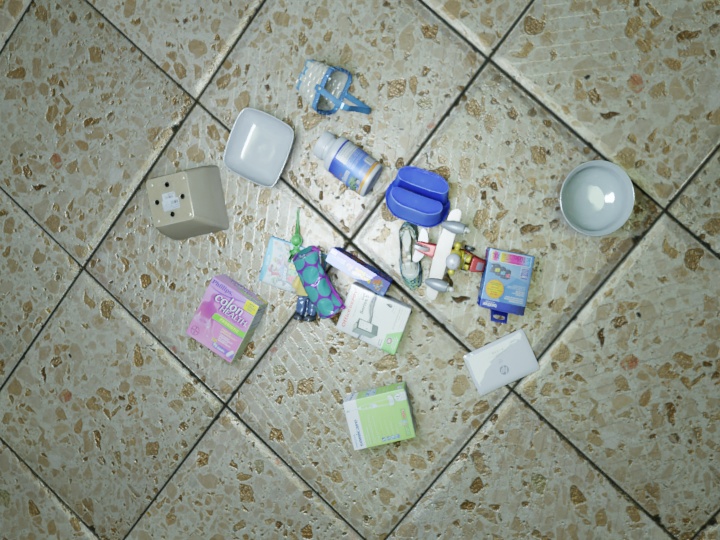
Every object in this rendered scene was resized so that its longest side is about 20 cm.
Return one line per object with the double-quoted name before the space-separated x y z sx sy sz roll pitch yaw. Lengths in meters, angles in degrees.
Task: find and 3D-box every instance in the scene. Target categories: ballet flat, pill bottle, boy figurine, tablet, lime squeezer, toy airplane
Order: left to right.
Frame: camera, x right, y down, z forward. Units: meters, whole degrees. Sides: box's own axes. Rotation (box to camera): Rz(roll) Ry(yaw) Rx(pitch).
"lime squeezer" -0.202 -0.087 1.604 0.036 0.071 0.205 -7 51 16
"boy figurine" -0.152 0.050 1.602 0.120 0.064 0.207 10 97 10
"pill bottle" -0.040 -0.320 1.557 0.197 0.112 0.114 36 97 5
"ballet flat" 0.142 -0.043 1.568 0.072 0.074 0.208 -8 92 8
"toy airplane" 0.241 -0.043 1.488 0.195 0.141 0.204 -28 104 4
"tablet" 0.420 0.276 1.573 0.195 0.014 0.133 -26 89 9

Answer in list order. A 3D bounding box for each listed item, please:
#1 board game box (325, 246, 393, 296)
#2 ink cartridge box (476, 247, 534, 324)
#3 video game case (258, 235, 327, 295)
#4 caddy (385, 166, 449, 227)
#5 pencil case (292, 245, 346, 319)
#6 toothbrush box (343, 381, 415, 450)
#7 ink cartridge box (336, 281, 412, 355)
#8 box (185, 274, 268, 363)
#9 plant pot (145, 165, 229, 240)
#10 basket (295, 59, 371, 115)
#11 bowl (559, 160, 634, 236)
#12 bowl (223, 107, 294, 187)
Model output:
"board game box" 0.000 0.000 1.558 0.196 0.134 0.046 31 97 6
"ink cartridge box" 0.417 0.047 1.530 0.132 0.076 0.208 10 96 8
"video game case" -0.210 -0.006 1.646 0.194 0.018 0.148 19 96 7
"caddy" 0.168 -0.212 1.539 0.194 0.105 0.145 20 72 7
"pencil case" -0.121 0.034 1.530 0.090 0.085 0.205 -20 104 20
"toothbrush box" 0.060 0.439 1.598 0.194 0.086 0.151 -15 91 8
"ink cartridge box" 0.041 0.141 1.584 0.194 0.084 0.150 22 96 6
"box" -0.414 0.148 1.646 0.173 0.097 0.204 31 96 6
"plant pot" -0.538 -0.211 1.604 0.193 0.177 0.207 -10 91 9
"basket" -0.075 -0.514 1.527 0.197 0.175 0.142 34 112 18
"bowl" 0.648 -0.198 1.474 0.193 0.090 0.209 0 93 8
"bowl" -0.303 -0.372 1.612 0.195 0.075 0.205 25 97 6
